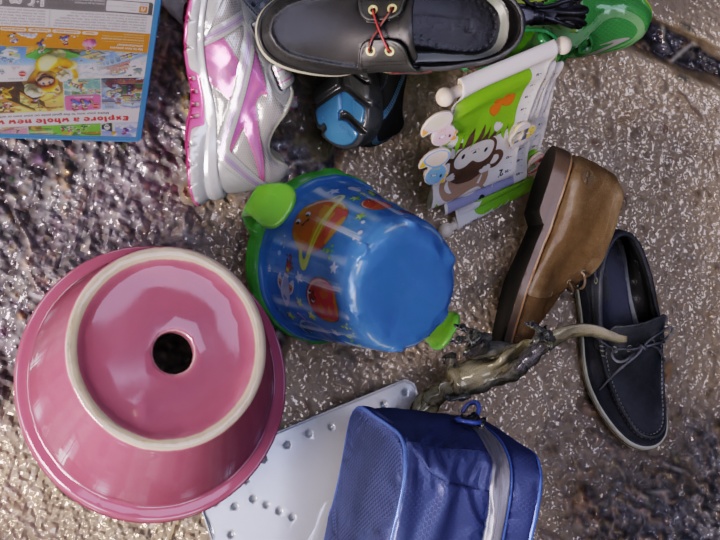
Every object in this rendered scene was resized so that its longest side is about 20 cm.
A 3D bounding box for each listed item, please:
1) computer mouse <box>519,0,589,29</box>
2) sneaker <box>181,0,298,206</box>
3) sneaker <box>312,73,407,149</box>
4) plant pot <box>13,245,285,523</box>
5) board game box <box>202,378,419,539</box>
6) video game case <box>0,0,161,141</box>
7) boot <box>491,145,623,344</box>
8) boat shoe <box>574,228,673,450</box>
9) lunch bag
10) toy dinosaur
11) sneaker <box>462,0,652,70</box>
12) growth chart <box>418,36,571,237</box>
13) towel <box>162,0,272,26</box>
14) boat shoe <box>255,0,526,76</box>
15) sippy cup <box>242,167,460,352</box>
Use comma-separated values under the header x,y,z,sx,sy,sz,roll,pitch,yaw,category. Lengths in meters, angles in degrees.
x,y,z,sx,sy,sz,roll,pitch,yaw,category
0.110,-0.264,0.964,0.108,0.044,0.202,-10,53,-8,computer mouse
-0.091,-0.152,0.874,0.087,0.081,0.203,-2,109,-10,sneaker
0.002,-0.201,0.928,0.081,0.072,0.204,-8,104,-57,sneaker
-0.140,0.068,0.789,0.196,0.179,0.204,4,74,-13,plant pot
-0.016,0.215,0.912,0.197,0.026,0.203,-20,91,-21,board game box
-0.214,-0.169,0.803,0.141,0.201,0.018,-1,51,-20,video game case
0.161,0.005,0.952,0.074,0.074,0.203,18,95,-8,boot
0.232,0.058,0.998,0.073,0.062,0.204,-11,89,-22,boat shoe
0.055,0.193,0.844,0.130,0.136,0.203,12,95,-20,lunch bag
0.115,0.067,0.895,0.197,0.088,0.048,-21,63,1,toy dinosaur
0.159,-0.196,0.981,0.197,0.075,0.084,-8,51,-12,sneaker
0.107,-0.102,0.918,0.143,0.201,0.018,-31,62,-15,growth chart
-0.096,-0.273,0.872,0.192,0.035,0.200,-40,99,26,towel
0.023,-0.181,0.839,0.198,0.063,0.075,-4,99,-13,boat shoe
0.000,0.000,0.865,0.176,0.130,0.142,-7,105,-32,sippy cup
